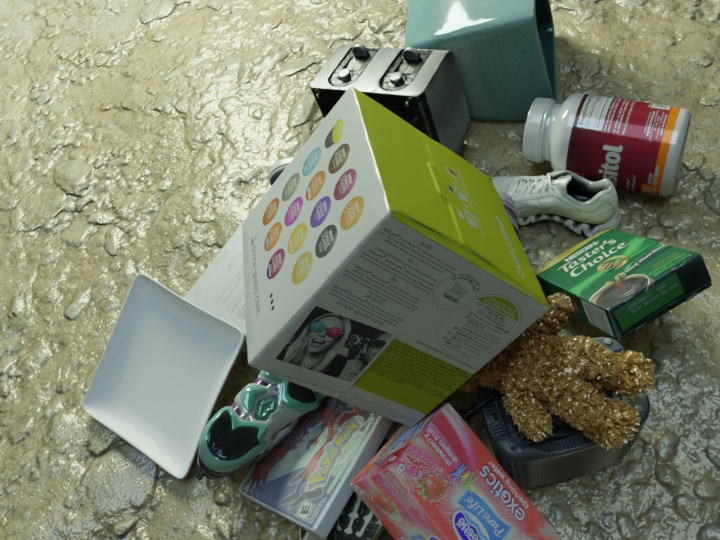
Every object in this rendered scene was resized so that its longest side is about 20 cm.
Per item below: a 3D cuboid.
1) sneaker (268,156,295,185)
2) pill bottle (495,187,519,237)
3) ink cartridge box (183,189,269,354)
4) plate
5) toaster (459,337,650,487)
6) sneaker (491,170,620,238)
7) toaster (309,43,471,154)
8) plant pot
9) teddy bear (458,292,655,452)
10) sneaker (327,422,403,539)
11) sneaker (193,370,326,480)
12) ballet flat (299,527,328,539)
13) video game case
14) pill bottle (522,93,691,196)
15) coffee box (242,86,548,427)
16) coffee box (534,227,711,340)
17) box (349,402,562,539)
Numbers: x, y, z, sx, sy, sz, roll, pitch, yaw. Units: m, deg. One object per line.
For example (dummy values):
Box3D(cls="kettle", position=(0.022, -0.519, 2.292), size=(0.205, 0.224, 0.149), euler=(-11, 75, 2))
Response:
Box3D(cls="sneaker", position=(-0.030, -0.100, 1.070), size=(0.197, 0.079, 0.080), euler=(8, 57, -7))
Box3D(cls="pill bottle", position=(0.145, 0.004, 0.965), size=(0.111, 0.113, 0.202), euler=(-5, 57, 12))
Box3D(cls="ink cartridge box", position=(-0.105, 0.016, 1.039), size=(0.174, 0.084, 0.201), euler=(25, 68, 28))
Box3D(cls="plate", position=(-0.251, 0.132, 1.001), size=(0.198, 0.032, 0.202), euler=(25, 92, 27))
Box3D(cls="toaster", position=(0.208, 0.162, 0.838), size=(0.197, 0.130, 0.115), euler=(-18, 55, 2))
Box3D(cls="sneaker", position=(0.243, -0.102, 1.027), size=(0.197, 0.081, 0.076), euler=(10, 63, 22))
Box3D(cls="toaster", position=(0.051, -0.216, 1.093), size=(0.179, 0.201, 0.120), euler=(12, 59, 30))
Box3D(cls="plant pot", position=(0.173, -0.343, 1.137), size=(0.197, 0.197, 0.198), euler=(-5, 57, 21))
Box3D(cls="teddy bear", position=(0.184, 0.096, 0.758), size=(0.199, 0.067, 0.145), euler=(38, 85, 25))
Box3D(cls="sneaker", position=(0.036, 0.235, 0.858), size=(0.076, 0.089, 0.201), euler=(6, 55, 41))
Box3D(cls="sneaker", position=(-0.122, 0.176, 0.928), size=(0.199, 0.140, 0.078), euler=(-32, 77, -36))
Box3D(cls="ballet flat", position=(-0.028, 0.252, 0.886), size=(0.069, 0.070, 0.202), euler=(9, 61, 20))
Box3D(cls="video game case", position=(-0.042, 0.190, 0.893), size=(0.181, 0.023, 0.201), euler=(-1, 51, 55))
Box3D(cls="pill bottle", position=(0.323, -0.171, 1.030), size=(0.198, 0.113, 0.114), euler=(14, 63, 23))
Box3D(cls="coffee box", position=(0.023, -0.009, 0.743), size=(0.198, 0.199, 0.201), euler=(-46, 35, 27))
Box3D(cls="coffee box", position=(0.291, 0.009, 0.896), size=(0.122, 0.044, 0.200), euler=(-30, 15, -3))
Box3D(cls="box", position=(0.099, 0.247, 0.767), size=(0.102, 0.095, 0.201), euler=(-39, 88, -33))
